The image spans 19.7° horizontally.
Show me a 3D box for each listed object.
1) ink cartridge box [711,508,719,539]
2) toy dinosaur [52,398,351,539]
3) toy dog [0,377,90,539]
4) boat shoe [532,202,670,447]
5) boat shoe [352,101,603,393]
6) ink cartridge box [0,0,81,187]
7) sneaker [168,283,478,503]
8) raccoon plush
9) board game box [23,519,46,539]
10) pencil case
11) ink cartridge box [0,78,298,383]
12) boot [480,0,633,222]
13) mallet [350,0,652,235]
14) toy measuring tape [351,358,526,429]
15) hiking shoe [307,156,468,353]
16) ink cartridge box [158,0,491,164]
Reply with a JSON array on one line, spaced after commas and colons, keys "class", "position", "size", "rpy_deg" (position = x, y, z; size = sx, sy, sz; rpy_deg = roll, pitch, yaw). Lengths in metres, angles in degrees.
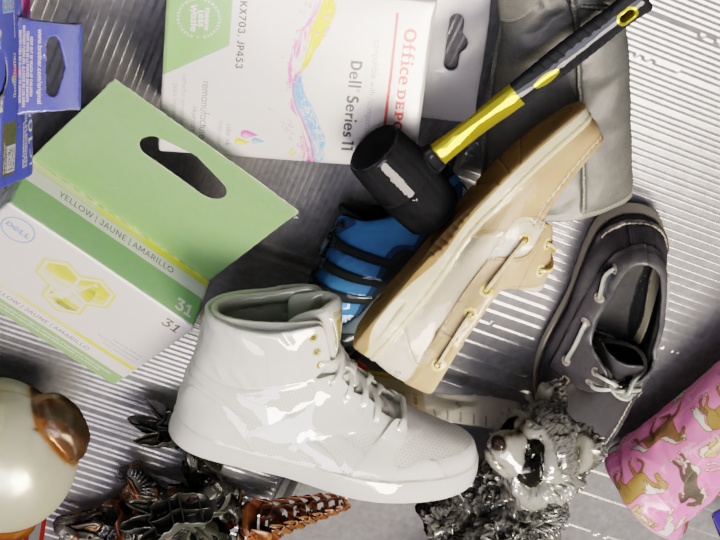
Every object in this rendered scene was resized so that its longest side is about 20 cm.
[{"class": "ink cartridge box", "position": [0.332, 0.158, 1.377], "size": [0.136, 0.077, 0.200], "rpy_deg": [-6, 154, -38]}, {"class": "toy dinosaur", "position": [-0.114, 0.161, 1.420], "size": [0.199, 0.103, 0.136], "rpy_deg": [-23, 145, -4]}, {"class": "toy dog", "position": [-0.268, 0.109, 1.322], "size": [0.199, 0.194, 0.140], "rpy_deg": [12, 110, -49]}, {"class": "boat shoe", "position": [0.161, 0.055, 1.370], "size": [0.072, 0.063, 0.201], "rpy_deg": [6, 122, -9]}, {"class": "boat shoe", "position": [0.082, -0.011, 1.240], "size": [0.069, 0.074, 0.200], "rpy_deg": [41, 100, -7]}, {"class": "ink cartridge box", "position": [-0.263, -0.119, 1.191], "size": [0.198, 0.076, 0.138], "rpy_deg": [3, 100, 7]}, {"class": "sneaker", "position": [-0.011, 0.073, 1.285], "size": [0.198, 0.074, 0.116], "rpy_deg": [11, 119, -10]}, {"class": "raccoon plush", "position": [0.122, 0.148, 1.410], "size": [0.134, 0.200, 0.097], "rpy_deg": [-46, 70, 8]}, {"class": "board game box", "position": [-0.289, 0.202, 1.358], "size": [0.151, 0.200, 0.046], "rpy_deg": [26, 116, -18]}, {"class": "pencil case", "position": [0.253, 0.095, 1.387], "size": [0.086, 0.083, 0.200], "rpy_deg": [31, 115, -34]}, {"class": "ink cartridge box", "position": [-0.153, -0.018, 1.280], "size": [0.145, 0.048, 0.200], "rpy_deg": [35, 139, -20]}, {"class": "boot", "position": [0.155, -0.128, 1.256], "size": [0.180, 0.073, 0.201], "rpy_deg": [-3, 117, 8]}, {"class": "mallet", "position": [0.091, -0.093, 1.220], "size": [0.199, 0.041, 0.066], "rpy_deg": [-31, 123, 9]}, {"class": "toy measuring tape", "position": [0.020, 0.101, 1.399], "size": [0.199, 0.074, 0.074], "rpy_deg": [9, 122, -27]}, {"class": "hiking shoe", "position": [0.000, 0.000, 1.338], "size": [0.199, 0.074, 0.087], "rpy_deg": [-29, 88, 23]}, {"class": "ink cartridge box", "position": [-0.019, -0.130, 1.247], "size": [0.198, 0.067, 0.118], "rpy_deg": [3, 122, -5]}]
